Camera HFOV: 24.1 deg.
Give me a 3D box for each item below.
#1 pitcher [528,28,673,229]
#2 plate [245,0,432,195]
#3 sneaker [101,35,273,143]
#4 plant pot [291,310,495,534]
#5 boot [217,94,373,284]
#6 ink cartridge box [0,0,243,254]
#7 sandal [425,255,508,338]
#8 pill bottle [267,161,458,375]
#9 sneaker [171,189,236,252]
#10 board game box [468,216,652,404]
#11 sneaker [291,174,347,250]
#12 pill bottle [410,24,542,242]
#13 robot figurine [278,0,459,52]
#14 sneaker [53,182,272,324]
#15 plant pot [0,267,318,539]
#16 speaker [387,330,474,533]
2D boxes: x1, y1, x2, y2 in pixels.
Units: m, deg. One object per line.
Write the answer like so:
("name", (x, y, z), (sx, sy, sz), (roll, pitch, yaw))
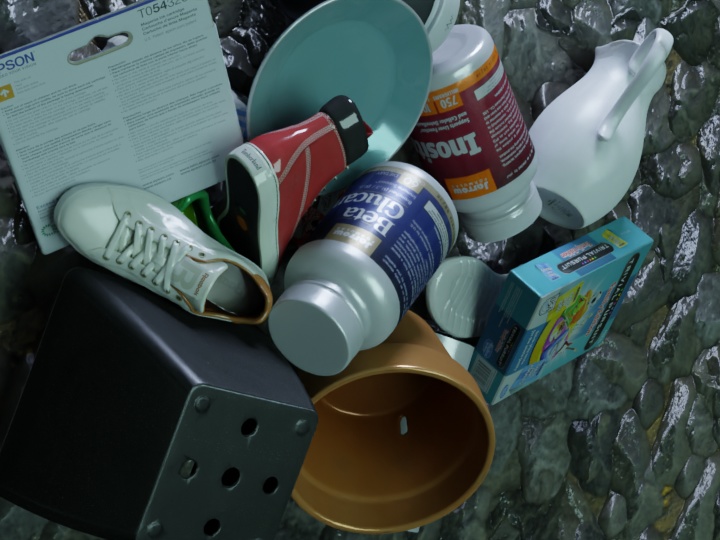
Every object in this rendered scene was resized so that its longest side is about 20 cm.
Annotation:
("pitcher", (0.253, -0.154, 1.766), (0.121, 0.172, 0.201), (32, 73, -2))
("plate", (-0.022, -0.161, 1.519), (0.199, 0.026, 0.202), (-21, 132, -25))
("sneaker", (-0.155, -0.145, 1.493), (0.199, 0.072, 0.073), (20, 103, -40))
("plant pot", (0.017, 0.127, 1.583), (0.198, 0.141, 0.202), (-4, 126, -6))
("boot", (-0.051, -0.068, 1.496), (0.144, 0.073, 0.201), (-32, 159, -25))
("ink cartridge box", (-0.203, -0.132, 1.396), (0.195, 0.043, 0.201), (-23, 131, -13))
("sandal", (0.114, 0.029, 1.760), (0.202, 0.049, 0.083), (16, 91, -55))
("pill bottle", (0.000, 0.000, 1.500), (0.200, 0.110, 0.112), (-53, 129, -43))
("sneaker", (-0.148, 0.019, 1.500), (0.074, 0.083, 0.202), (-20, 101, -37))
("board game box", (0.208, 0.041, 1.771), (0.199, 0.047, 0.152), (-24, 145, -42))
("sneaker", (-0.052, -0.036, 1.598), (0.107, 0.067, 0.204), (-9, 101, -37))
("pill bottle", (0.110, -0.133, 1.682), (0.113, 0.112, 0.201), (-41, 121, -26))
("robot figurine", (0.001, -0.268, 1.561), (0.199, 0.150, 0.126), (19, 56, -40))
("sneaker", (-0.157, -0.014, 1.399), (0.199, 0.085, 0.073), (24, 96, -19))
("plant pot", (-0.151, 0.137, 1.380), (0.199, 0.177, 0.201), (18, 95, -42))
("speaker", (0.051, 0.158, 1.710), (0.081, 0.081, 0.202), (20, 85, -40))
